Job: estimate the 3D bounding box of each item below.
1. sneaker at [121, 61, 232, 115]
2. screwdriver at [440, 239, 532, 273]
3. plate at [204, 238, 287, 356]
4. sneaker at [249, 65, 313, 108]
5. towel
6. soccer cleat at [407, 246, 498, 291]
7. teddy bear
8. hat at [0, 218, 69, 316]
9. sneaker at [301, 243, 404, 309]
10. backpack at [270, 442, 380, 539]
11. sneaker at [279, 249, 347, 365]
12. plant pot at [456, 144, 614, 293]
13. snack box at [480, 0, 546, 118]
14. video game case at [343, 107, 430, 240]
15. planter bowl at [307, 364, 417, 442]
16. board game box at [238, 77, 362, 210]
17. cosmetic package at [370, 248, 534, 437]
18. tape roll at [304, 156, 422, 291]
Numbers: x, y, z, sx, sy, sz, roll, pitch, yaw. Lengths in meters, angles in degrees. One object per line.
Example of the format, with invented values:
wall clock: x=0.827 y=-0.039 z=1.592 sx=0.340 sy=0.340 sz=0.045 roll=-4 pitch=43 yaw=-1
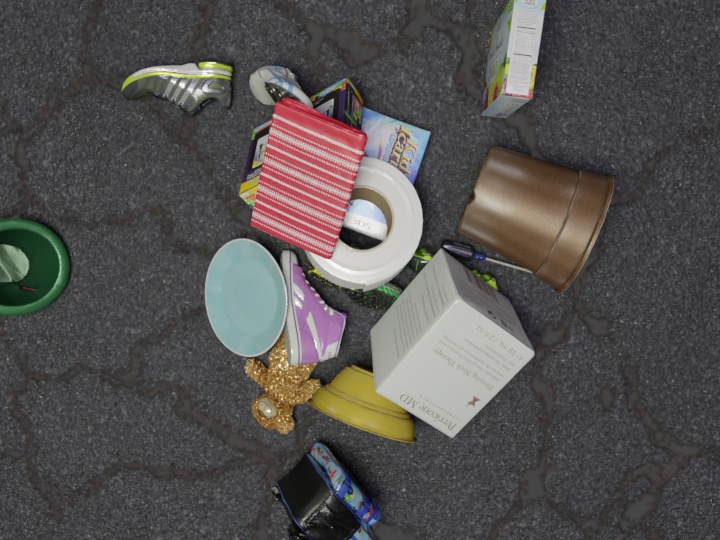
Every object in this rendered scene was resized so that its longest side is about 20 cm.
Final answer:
sneaker: x=-0.311 y=-0.306 z=1.033 sx=0.194 sy=0.074 sz=0.083 roll=-6 pitch=99 yaw=4
screwdriver: x=0.235 y=-0.017 z=1.060 sx=0.195 sy=0.029 sz=0.029 roll=17 pitch=97 yaw=5
plate: x=-0.196 y=0.047 z=1.054 sx=0.196 sy=0.025 sz=0.206 roll=2 pitch=94 yaw=34
sneaker: x=-0.120 y=-0.292 z=0.974 sx=0.072 sy=0.200 sz=0.073 roll=-34 pitch=129 yaw=-10
towel: x=-0.078 y=-0.130 z=0.879 sx=0.142 sy=0.023 sz=0.204 roll=23 pitch=118 yaw=8
soccer cleat: x=0.144 y=0.018 z=1.054 sx=0.196 sy=0.068 sz=0.083 roll=22 pitch=102 yaw=-2
teddy bear: x=-0.135 y=0.190 z=1.079 sx=0.145 sy=0.067 sz=0.201 roll=41 pitch=95 yaw=0
hat: x=-0.651 y=-0.010 z=1.102 sx=0.196 sy=0.174 sz=0.171 roll=-2 pitch=95 yaw=-36
sneaker: x=0.000 y=0.000 z=1.050 sx=0.197 sy=0.078 sz=0.087 roll=31 pitch=59 yaw=-15
backpack: x=-0.040 y=0.429 z=1.049 sx=0.134 sy=0.182 sz=0.201 roll=-42 pitch=107 yaw=-11
sneaker: x=-0.084 y=0.060 z=1.056 sx=0.111 sy=0.073 sz=0.206 roll=-6 pitch=74 yaw=-15
plant pot: x=0.272 y=-0.097 z=0.980 sx=0.194 sy=0.200 sz=0.204 roll=23 pitch=96 yaw=6
snack box: x=0.234 y=-0.328 z=0.946 sx=0.052 sy=0.200 sz=0.146 roll=8 pitch=96 yaw=2
video game case: x=0.007 y=-0.171 z=1.048 sx=0.177 sy=0.045 sz=0.205 roll=19 pitch=96 yaw=-1
planter bowl: x=0.015 y=0.212 z=1.019 sx=0.196 sy=0.200 sz=0.085 roll=20 pitch=84 yaw=0
board game box: x=-0.092 y=-0.197 z=0.963 sx=0.196 sy=0.168 sz=0.057 roll=-21 pitch=137 yaw=26
cosmetic package: x=0.139 y=0.115 z=0.975 sx=0.166 sy=0.167 sz=0.201 roll=32 pitch=112 yaw=-18
tape roll: x=0.000 y=-0.074 z=0.973 sx=0.197 sy=0.071 sz=0.208 roll=1 pitch=80 yaw=-5
